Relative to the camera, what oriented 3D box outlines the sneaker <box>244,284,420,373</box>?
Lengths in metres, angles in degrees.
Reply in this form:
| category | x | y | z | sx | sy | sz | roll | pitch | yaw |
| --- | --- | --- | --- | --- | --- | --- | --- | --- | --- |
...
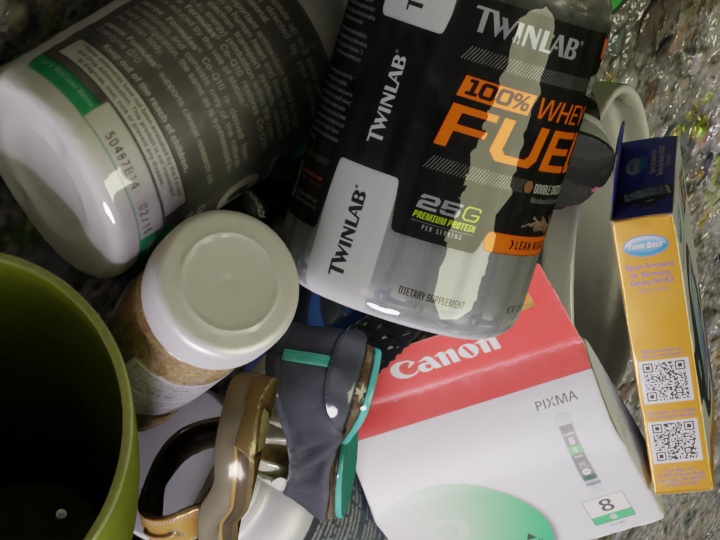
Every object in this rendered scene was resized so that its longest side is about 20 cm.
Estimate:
| category | x | y | z | sx | sy | sz | roll | pitch | yaw |
| --- | --- | --- | --- | --- | --- | --- | --- | --- | --- |
| sneaker | 0.000 | 0.000 | 1.018 | 0.066 | 0.079 | 0.200 | 11 | 132 | -48 |

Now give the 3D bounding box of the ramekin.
| category | x | y | z | sx | sy | sz | roll | pitch | yaw |
| --- | --- | --- | --- | --- | --- | --- | --- | --- | --- |
| ramekin | 0.108 | -0.019 | 1.165 | 0.200 | 0.104 | 0.202 | 6 | 90 | -68 |

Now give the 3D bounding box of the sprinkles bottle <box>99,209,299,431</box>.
| category | x | y | z | sx | sy | sz | roll | pitch | yaw |
| --- | --- | --- | --- | --- | --- | --- | --- | --- | --- |
| sprinkles bottle | -0.090 | 0.030 | 0.911 | 0.068 | 0.068 | 0.200 | -37 | 180 | -25 |

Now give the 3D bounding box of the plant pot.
| category | x | y | z | sx | sy | sz | roll | pitch | yaw |
| --- | --- | --- | --- | --- | --- | --- | --- | --- | --- |
| plant pot | -0.184 | 0.116 | 0.928 | 0.187 | 0.187 | 0.200 | -45 | 159 | -15 |

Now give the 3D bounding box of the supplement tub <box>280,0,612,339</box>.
| category | x | y | z | sx | sy | sz | roll | pitch | yaw |
| --- | --- | --- | --- | --- | --- | --- | --- | --- | --- |
| supplement tub | 0.043 | -0.080 | 0.876 | 0.122 | 0.122 | 0.202 | 3 | 107 | -52 |

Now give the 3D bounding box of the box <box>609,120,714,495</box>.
| category | x | y | z | sx | sy | sz | roll | pitch | yaw |
| --- | --- | --- | --- | --- | --- | --- | --- | --- | --- |
| box | 0.178 | 0.015 | 1.102 | 0.119 | 0.041 | 0.201 | -68 | 151 | -63 |

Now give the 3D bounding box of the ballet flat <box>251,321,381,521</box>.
| category | x | y | z | sx | sy | sz | roll | pitch | yaw |
| --- | --- | --- | --- | --- | --- | --- | --- | --- | --- |
| ballet flat | -0.030 | 0.078 | 0.990 | 0.073 | 0.073 | 0.200 | -42 | 165 | -19 |

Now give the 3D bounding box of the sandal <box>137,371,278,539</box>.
| category | x | y | z | sx | sy | sz | roll | pitch | yaw |
| --- | --- | --- | --- | --- | --- | --- | --- | --- | --- |
| sandal | -0.083 | 0.110 | 0.938 | 0.200 | 0.054 | 0.081 | 110 | -9 | -55 |

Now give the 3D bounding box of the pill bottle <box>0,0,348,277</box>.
| category | x | y | z | sx | sy | sz | roll | pitch | yaw |
| --- | --- | --- | --- | --- | --- | --- | --- | --- | --- |
| pill bottle | -0.076 | -0.093 | 0.922 | 0.199 | 0.113 | 0.114 | -36 | 141 | -26 |

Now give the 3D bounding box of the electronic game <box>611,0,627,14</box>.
| category | x | y | z | sx | sy | sz | roll | pitch | yaw |
| --- | --- | --- | --- | --- | --- | --- | --- | --- | --- |
| electronic game | 0.085 | -0.160 | 1.068 | 0.199 | 0.042 | 0.200 | -24 | 158 | -10 |

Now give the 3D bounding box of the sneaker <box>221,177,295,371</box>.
| category | x | y | z | sx | sy | sz | roll | pitch | yaw |
| --- | --- | --- | --- | --- | --- | --- | --- | --- | --- |
| sneaker | -0.043 | -0.019 | 1.061 | 0.200 | 0.071 | 0.098 | -32 | 142 | -29 |

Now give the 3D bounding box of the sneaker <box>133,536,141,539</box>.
| category | x | y | z | sx | sy | sz | roll | pitch | yaw |
| --- | --- | --- | --- | --- | --- | --- | --- | --- | --- |
| sneaker | -0.175 | 0.213 | 1.094 | 0.199 | 0.078 | 0.091 | -1 | 119 | -38 |

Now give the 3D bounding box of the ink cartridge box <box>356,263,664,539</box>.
| category | x | y | z | sx | sy | sz | roll | pitch | yaw |
| --- | --- | --- | --- | --- | --- | --- | --- | --- | --- |
| ink cartridge box | 0.070 | 0.096 | 1.092 | 0.160 | 0.050 | 0.200 | -19 | 135 | 18 |

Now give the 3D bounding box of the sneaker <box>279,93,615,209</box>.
| category | x | y | z | sx | sy | sz | roll | pitch | yaw |
| --- | --- | --- | --- | --- | --- | --- | --- | --- | --- |
| sneaker | 0.040 | -0.087 | 1.049 | 0.198 | 0.087 | 0.081 | 8 | 136 | -6 |

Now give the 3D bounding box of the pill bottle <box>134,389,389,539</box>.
| category | x | y | z | sx | sy | sz | roll | pitch | yaw |
| --- | --- | --- | --- | --- | --- | --- | --- | --- | --- |
| pill bottle | -0.061 | 0.138 | 1.126 | 0.120 | 0.119 | 0.200 | -55 | 146 | -1 |
